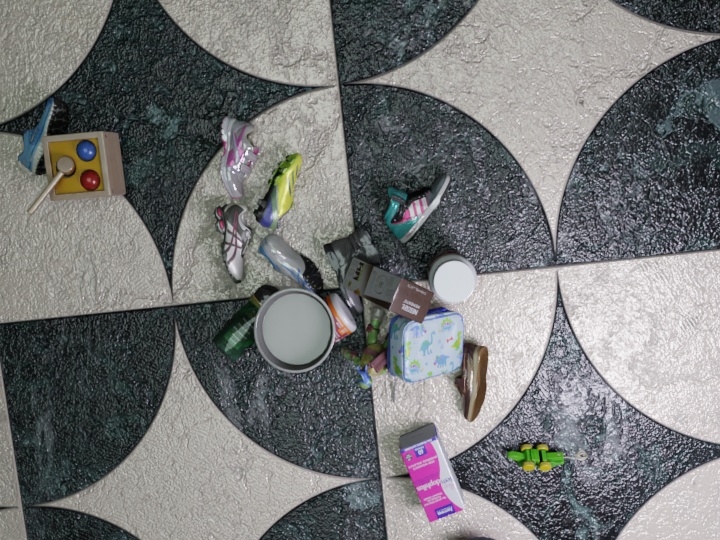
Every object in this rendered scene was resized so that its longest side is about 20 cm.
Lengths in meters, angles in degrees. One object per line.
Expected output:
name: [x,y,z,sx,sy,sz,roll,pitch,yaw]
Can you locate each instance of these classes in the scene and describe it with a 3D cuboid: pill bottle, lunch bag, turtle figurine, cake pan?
pill bottle: [0.217,0.016,1.635,0.113,0.200,0.116,0,96,4]
lunch bag: [0.159,0.174,1.667,0.198,0.082,0.163,-9,105,-34]
pill bottle: [-0.118,0.152,1.719,0.199,0.110,0.110,-33,92,6]
turtle figurine: [0.032,0.204,1.731,0.143,0.200,0.196,17,76,24]
cake pan: [-0.155,0.142,1.648,0.197,0.037,0.203,0,92,6]

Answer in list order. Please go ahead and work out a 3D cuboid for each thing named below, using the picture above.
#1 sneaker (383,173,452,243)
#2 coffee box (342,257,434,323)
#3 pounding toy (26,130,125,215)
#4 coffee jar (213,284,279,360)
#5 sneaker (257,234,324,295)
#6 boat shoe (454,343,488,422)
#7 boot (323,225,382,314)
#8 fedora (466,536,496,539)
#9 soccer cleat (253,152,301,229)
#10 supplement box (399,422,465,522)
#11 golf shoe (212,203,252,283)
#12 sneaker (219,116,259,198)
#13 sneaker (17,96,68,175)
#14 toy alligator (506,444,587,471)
sneaker: [0.124,-0.180,1.688,0.120,0.084,0.201,37,98,-9]
coffee box: [0.062,0.045,1.614,0.114,0.199,0.081,23,90,-36]
pounding toy: [-0.710,-0.242,1.704,0.197,0.142,0.187,-5,98,3]
coffee jar: [-0.274,0.127,1.731,0.085,0.104,0.200,43,97,0]
sneaker: [-0.173,-0.009,1.737,0.200,0.072,0.072,43,132,-7]
boat shoe: [0.273,0.280,1.731,0.071,0.072,0.203,12,109,33]
boot: [0.000,0.000,1.721,0.130,0.070,0.202,-23,100,-3]
fedora: [0.305,0.762,1.752,0.198,0.092,0.203,0,96,4]
soccer cleat: [-0.193,-0.198,1.726,0.083,0.065,0.202,28,93,-29]
supplement box: [0.180,0.508,1.734,0.100,0.103,0.202,-23,95,5]
golf shoe: [-0.311,-0.068,1.732,0.087,0.077,0.203,-11,95,-2]
sneaker: [-0.297,-0.280,1.706,0.087,0.081,0.203,1,96,6]
sneaker: [-0.815,-0.348,1.742,0.089,0.078,0.202,25,96,5]
toy alligator: [0.468,0.478,1.737,0.197,0.060,0.055,0,137,3]
